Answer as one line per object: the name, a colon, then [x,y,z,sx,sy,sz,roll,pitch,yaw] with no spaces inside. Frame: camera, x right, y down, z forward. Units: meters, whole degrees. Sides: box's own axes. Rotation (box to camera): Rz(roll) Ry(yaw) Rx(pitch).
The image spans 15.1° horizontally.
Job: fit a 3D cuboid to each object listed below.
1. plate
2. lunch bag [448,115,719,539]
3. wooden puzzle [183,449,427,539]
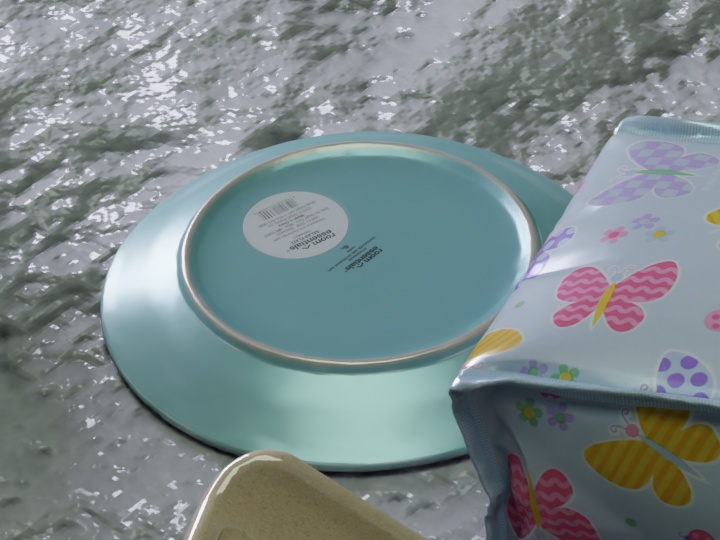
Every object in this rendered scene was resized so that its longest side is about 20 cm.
plate: [0.000,0.000,1.032,0.199,0.026,0.200,-2,40,2]
lunch bag: [0.153,0.044,0.890,0.199,0.127,0.170,4,36,25]
wooden puzzle: [0.005,0.171,0.754,0.185,0.046,0.200,33,45,-9]
